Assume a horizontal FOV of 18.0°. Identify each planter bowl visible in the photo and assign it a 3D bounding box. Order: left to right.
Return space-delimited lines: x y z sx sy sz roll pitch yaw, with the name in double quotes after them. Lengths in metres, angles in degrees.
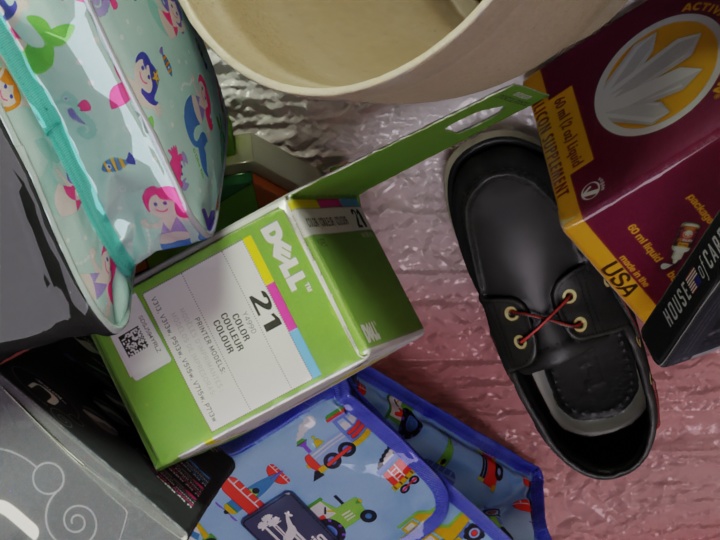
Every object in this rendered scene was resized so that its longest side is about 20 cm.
0.038 -0.154 0.877 0.200 0.201 0.134 -44 148 26 "planter bowl"

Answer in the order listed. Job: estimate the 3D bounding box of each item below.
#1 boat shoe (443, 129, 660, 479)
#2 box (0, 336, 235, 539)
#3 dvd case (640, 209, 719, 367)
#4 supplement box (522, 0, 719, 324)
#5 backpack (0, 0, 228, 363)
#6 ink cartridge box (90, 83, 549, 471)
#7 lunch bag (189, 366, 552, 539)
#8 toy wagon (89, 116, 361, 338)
0.097 0.018 1.096 0.073 0.063 0.202 -18 128 12 "boat shoe"
-0.137 0.109 0.974 0.106 0.200 0.122 40 94 -1 "box"
0.225 -0.026 0.939 0.199 0.025 0.151 -19 159 -18 "dvd case"
0.181 -0.078 0.992 0.199 0.111 0.086 -32 128 18 "supplement box"
-0.138 -0.077 0.897 0.150 0.200 0.179 -21 113 5 "backpack"
0.000 0.000 0.957 0.199 0.148 0.076 -28 87 11 "ink cartridge box"
-0.016 0.125 1.139 0.150 0.094 0.200 -35 129 21 "lunch bag"
-0.074 -0.010 1.064 0.154 0.040 0.201 -10 130 1 "toy wagon"
